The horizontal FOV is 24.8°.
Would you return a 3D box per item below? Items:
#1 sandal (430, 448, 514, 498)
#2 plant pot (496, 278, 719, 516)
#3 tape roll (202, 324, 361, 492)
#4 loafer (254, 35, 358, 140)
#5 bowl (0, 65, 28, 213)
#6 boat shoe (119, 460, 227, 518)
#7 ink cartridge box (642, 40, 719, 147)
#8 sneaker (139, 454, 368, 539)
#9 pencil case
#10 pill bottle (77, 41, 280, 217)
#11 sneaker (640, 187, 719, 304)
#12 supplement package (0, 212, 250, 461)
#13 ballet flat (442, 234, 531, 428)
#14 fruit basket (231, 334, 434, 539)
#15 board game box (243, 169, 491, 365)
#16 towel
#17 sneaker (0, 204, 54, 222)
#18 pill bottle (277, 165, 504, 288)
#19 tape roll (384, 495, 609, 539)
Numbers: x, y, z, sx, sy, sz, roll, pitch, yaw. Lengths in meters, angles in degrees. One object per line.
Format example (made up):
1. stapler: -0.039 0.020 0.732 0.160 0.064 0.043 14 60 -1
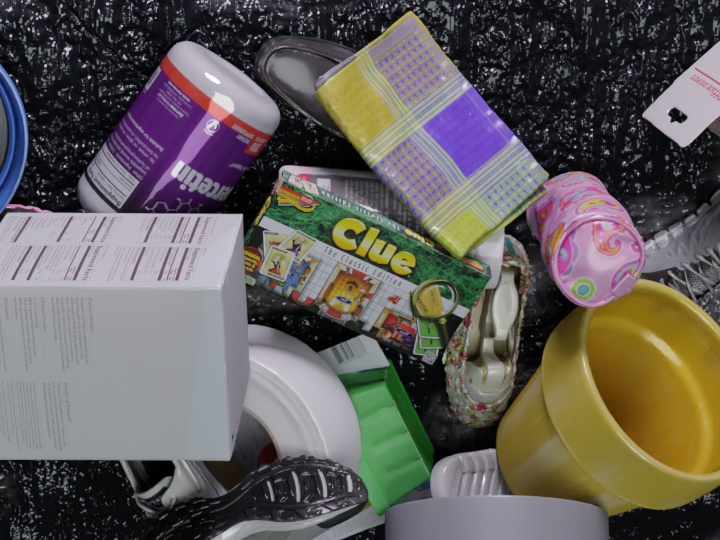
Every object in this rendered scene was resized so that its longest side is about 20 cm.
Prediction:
1. sandal: 0.130 0.206 1.565 0.202 0.050 0.083 18 69 -44
2. plant pot: 0.225 0.137 1.494 0.200 0.202 0.189 28 139 -17
3. tape roll: -0.102 0.154 1.469 0.201 0.071 0.204 8 110 22
4. loafer: 0.001 -0.145 1.430 0.199 0.072 0.073 23 105 -16
5. bowl: -0.379 -0.113 1.368 0.199 0.039 0.202 -4 110 -10
6. boat shoe: -0.167 0.186 1.431 0.072 0.066 0.201 -19 98 29
7. ink cartridge box: 0.359 -0.169 1.458 0.200 0.117 0.067 -41 113 6
8. sneaker: -0.086 0.220 1.392 0.199 0.074 0.080 -21 127 6
9. pencil case: 0.196 -0.031 1.437 0.087 0.200 0.088 0 103 0
10. pill bottle: -0.165 -0.087 1.401 0.112 0.113 0.200 33 101 -19
11. sneaker: 0.320 -0.004 1.511 0.075 0.116 0.200 41 98 -20
12. supplement package: -0.196 0.050 1.311 0.198 0.151 0.153 0 114 3
13. ballet flat: 0.119 0.064 1.529 0.075 0.064 0.202 -1 110 -12
14. fruit basket: -0.038 0.167 1.538 0.199 0.094 0.186 -21 106 20
15. board game box: 0.000 0.000 1.384 0.199 0.024 0.105 24 116 -15
16. towel: 0.062 -0.117 1.403 0.143 0.023 0.200 -36 86 -35
17. sneaker: -0.256 0.019 1.434 0.200 0.095 0.079 39 101 -18
18. pill bottle: 0.023 -0.031 1.443 0.198 0.111 0.112 4 109 -3
19. tape roll: 0.120 0.248 1.450 0.199 0.200 0.067 4 72 -11
